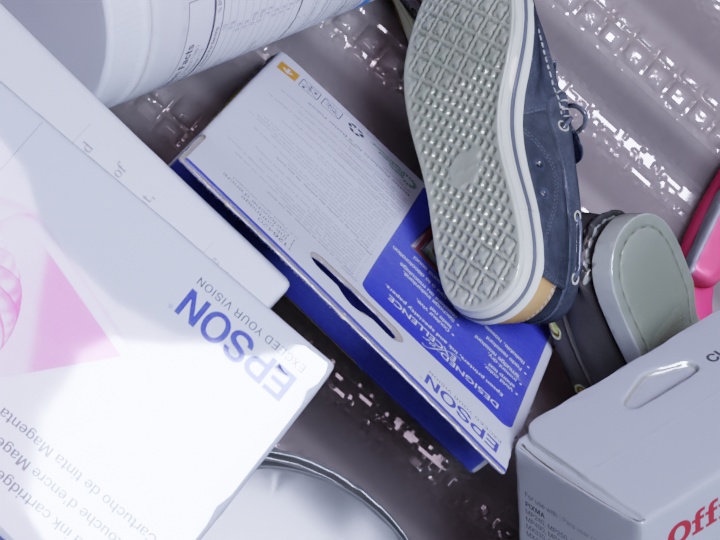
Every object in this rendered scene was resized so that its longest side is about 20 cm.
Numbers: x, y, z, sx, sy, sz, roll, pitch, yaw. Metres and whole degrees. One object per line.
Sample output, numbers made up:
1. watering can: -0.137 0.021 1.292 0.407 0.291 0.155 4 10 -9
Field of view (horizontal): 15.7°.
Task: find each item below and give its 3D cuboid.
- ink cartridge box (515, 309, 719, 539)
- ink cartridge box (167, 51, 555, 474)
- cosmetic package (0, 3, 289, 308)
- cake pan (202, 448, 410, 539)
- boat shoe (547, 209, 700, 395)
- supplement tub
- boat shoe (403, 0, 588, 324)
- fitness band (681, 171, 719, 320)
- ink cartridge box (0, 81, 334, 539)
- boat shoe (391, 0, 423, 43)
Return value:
1. ink cartridge box: 0.152 0.140 1.196 0.145 0.083 0.201 -28 131 -29
2. ink cartridge box: 0.000 0.000 1.204 0.198 0.200 0.047 44 114 -4
3. cosmetic package: -0.172 0.010 1.153 0.200 0.165 0.165 44 70 -4
4. cake pan: -0.049 0.180 1.221 0.199 0.037 0.201 3 78 -16
5. boat shoe: 0.138 0.060 1.272 0.072 0.060 0.202 -39 121 -37
6. supplement tub: -0.079 -0.161 1.212 0.200 0.132 0.132 -25 86 -36
7. boat shoe: 0.067 -0.064 1.229 0.062 0.074 0.201 22 54 -45
8. fitness band: 0.240 -0.003 1.342 0.143 0.037 0.200 34 72 -10
9. ink cartridge box: -0.145 0.052 1.044 0.196 0.043 0.200 40 71 -6
10. boat shoe: 0.032 -0.172 1.306 0.073 0.065 0.200 -33 89 -20
